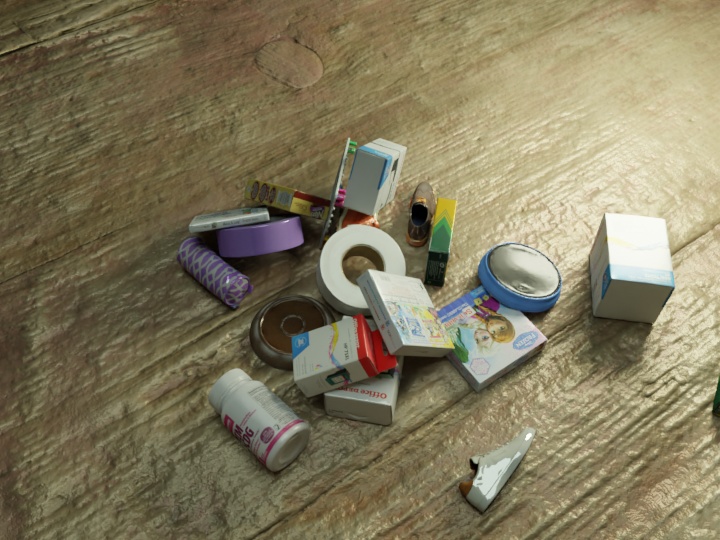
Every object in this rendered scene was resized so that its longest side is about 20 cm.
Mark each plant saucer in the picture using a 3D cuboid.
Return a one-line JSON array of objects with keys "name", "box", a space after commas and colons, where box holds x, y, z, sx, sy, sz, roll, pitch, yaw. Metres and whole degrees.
[{"name": "plant saucer", "box": [-0.151, 0.129, 1.675, 0.198, 0.032, 0.202, 1, 53, -1]}]

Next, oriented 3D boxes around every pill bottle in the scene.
[{"name": "pill bottle", "box": [-0.205, 0.294, 1.494, 0.199, 0.114, 0.113, 37, 60, 25]}]

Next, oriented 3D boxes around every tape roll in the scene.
[{"name": "tape roll", "box": [-0.234, -0.083, 1.744, 0.198, 0.066, 0.200, -8, 10, 1]}, {"name": "tape roll", "box": [0.000, 0.000, 1.711, 0.200, 0.071, 0.204, 3, 70, -9]}]

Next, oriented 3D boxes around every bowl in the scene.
[{"name": "bowl", "box": [0.374, 0.010, 1.739, 0.199, 0.040, 0.202, 9, 43, -8]}]

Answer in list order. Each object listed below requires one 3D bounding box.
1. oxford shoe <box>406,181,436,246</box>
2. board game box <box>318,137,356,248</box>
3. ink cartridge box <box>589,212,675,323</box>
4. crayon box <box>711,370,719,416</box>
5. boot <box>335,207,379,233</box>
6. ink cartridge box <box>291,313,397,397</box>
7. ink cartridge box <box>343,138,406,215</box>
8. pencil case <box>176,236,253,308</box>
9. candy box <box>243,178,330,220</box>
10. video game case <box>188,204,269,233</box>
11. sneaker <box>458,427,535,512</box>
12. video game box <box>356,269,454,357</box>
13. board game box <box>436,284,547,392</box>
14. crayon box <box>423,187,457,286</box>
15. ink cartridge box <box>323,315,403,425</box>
[{"name": "oxford shoe", "box": [0.157, -0.158, 1.873, 0.071, 0.073, 0.201, 6, 52, 4]}, {"name": "board game box", "box": [-0.055, -0.184, 1.815, 0.026, 0.201, 0.201, 15, 52, -5]}, {"name": "ink cartridge box", "box": [0.618, -0.007, 1.716, 0.143, 0.148, 0.201, 7, 53, 4]}, {"name": "crayon box", "box": [0.861, 0.257, 1.570, 0.199, 0.059, 0.173, 21, 55, 15]}, {"name": "boot", "box": [-0.009, -0.098, 1.830, 0.106, 0.075, 0.201, 11, 52, 2]}, {"name": "ink cartridge box", "box": [-0.035, 0.165, 1.507, 0.198, 0.067, 0.117, -20, 44, 10]}, {"name": "ink cartridge box", "box": [0.038, -0.232, 1.833, 0.083, 0.146, 0.200, 19, 21, 11]}, {"name": "pencil case", "box": [-0.340, -0.001, 1.742, 0.200, 0.084, 0.085, 38, 34, 24]}, {"name": "candy box", "box": [-0.179, -0.173, 1.807, 0.116, 0.057, 0.199, 12, 4, -44]}, {"name": "video game case", "box": [-0.308, -0.124, 1.769, 0.180, 0.024, 0.200, -10, 12, -7]}, {"name": "sneaker", "box": [0.267, 0.369, 1.466, 0.084, 0.073, 0.200, 35, 61, 21]}, {"name": "video game box", "box": [0.097, 0.093, 1.576, 0.199, 0.047, 0.183, 11, 45, -51]}, {"name": "board game box", "box": [0.275, 0.141, 1.663, 0.199, 0.041, 0.200, -29, 58, -21]}, {"name": "crayon box", "box": [0.193, -0.080, 1.780, 0.051, 0.126, 0.201, 8, 53, 5]}, {"name": "ink cartridge box", "box": [0.013, 0.209, 1.579, 0.143, 0.084, 0.201, 8, 53, 8]}]
